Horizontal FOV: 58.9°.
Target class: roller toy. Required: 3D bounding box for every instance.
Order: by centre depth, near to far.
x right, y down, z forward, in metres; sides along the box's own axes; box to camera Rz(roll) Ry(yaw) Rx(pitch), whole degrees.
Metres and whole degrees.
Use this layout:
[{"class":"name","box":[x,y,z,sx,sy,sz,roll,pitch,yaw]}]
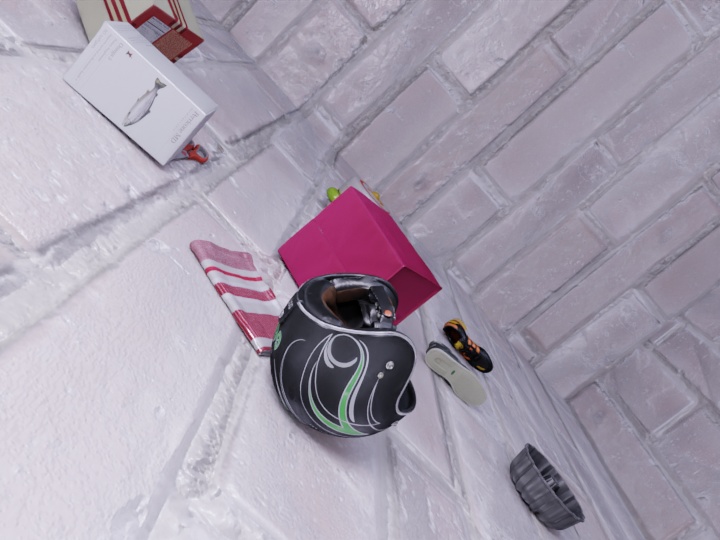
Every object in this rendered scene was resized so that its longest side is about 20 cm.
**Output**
[{"class":"roller toy","box":[0.002,-0.183,1.914,0.183,0.140,0.200,53,12,17]}]

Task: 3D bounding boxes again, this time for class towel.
[{"class":"towel","box":[-0.162,0.041,0.950,0.200,0.023,0.144,54,14,19]}]

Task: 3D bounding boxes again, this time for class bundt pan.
[{"class":"bundt pan","box":[0.412,0.496,1.443,0.202,0.076,0.202,46,13,-14]}]

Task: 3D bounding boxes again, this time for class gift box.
[{"class":"gift box","box":[-0.450,-0.507,1.241,0.188,0.199,0.184,68,13,14]}]

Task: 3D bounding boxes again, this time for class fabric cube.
[{"class":"fabric cube","box":[0.000,0.000,1.226,0.200,0.200,0.196,57,14,26]}]

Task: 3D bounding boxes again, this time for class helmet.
[{"class":"helmet","box":[-0.017,0.119,0.826,0.199,0.192,0.200,8,28,-4]}]

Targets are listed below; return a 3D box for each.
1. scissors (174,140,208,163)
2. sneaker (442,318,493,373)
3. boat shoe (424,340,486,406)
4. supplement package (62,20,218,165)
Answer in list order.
[{"class":"scissors","box":[-0.319,-0.212,1.182,0.073,0.014,0.200,44,13,-22]},{"class":"sneaker","box":[0.323,0.240,1.961,0.200,0.070,0.090,52,28,16]},{"class":"boat shoe","box":[0.240,0.254,1.586,0.200,0.072,0.068,45,17,-9]},{"class":"supplement package","box":[-0.351,-0.290,1.042,0.200,0.117,0.117,41,13,-15]}]
